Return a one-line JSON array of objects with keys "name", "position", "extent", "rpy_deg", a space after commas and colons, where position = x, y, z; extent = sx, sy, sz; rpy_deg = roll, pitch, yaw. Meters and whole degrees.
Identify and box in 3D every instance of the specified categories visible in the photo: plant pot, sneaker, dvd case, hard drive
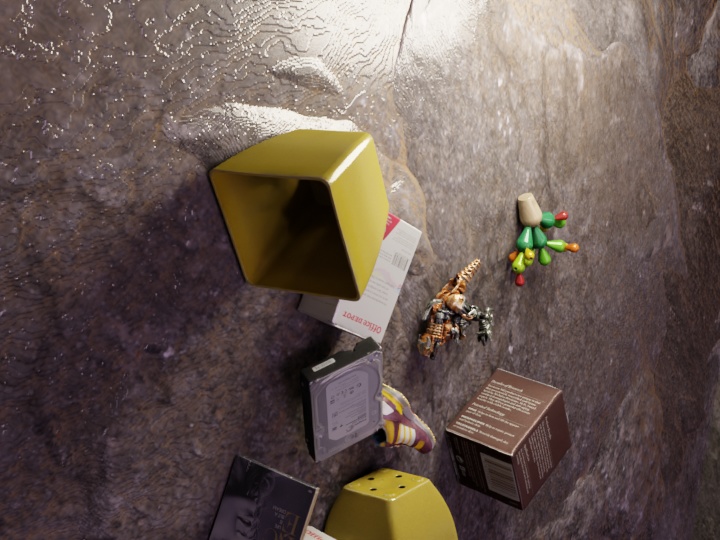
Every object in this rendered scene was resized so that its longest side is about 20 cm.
[{"name": "plant pot", "position": [0.052, 0.466, 1.818], "extent": [0.195, 0.193, 0.202], "rpy_deg": [-13, 104, -48]}, {"name": "sneaker", "position": [0.062, 0.289, 1.862], "extent": [0.090, 0.075, 0.200], "rpy_deg": [-50, 130, -16]}, {"name": "plant pot", "position": [-0.065, -0.098, 1.476], "extent": [0.177, 0.198, 0.201], "rpy_deg": [-51, 137, -42]}, {"name": "dvd case", "position": [-0.157, 0.400, 1.560], "extent": [0.016, 0.148, 0.202], "rpy_deg": [21, 86, -65]}, {"name": "hard drive", "position": [-0.028, 0.213, 1.679], "extent": [0.139, 0.038, 0.201], "rpy_deg": [-24, 137, -24]}]

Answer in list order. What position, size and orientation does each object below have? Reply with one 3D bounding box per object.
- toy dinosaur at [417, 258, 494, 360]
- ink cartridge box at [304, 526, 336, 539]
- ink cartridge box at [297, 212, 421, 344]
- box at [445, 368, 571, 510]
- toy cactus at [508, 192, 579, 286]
[{"name": "toy dinosaur", "position": [0.180, 0.077, 1.914], "extent": [0.135, 0.102, 0.201], "rpy_deg": [34, 97, -34]}, {"name": "ink cartridge box", "position": [-0.107, 0.502, 1.659], "extent": [0.199, 0.145, 0.085], "rpy_deg": [-9, 111, -49]}, {"name": "ink cartridge box", "position": [0.000, 0.000, 1.663], "extent": [0.147, 0.085, 0.202], "rpy_deg": [28, 82, -51]}, {"name": "box", "position": [0.303, 0.341, 2.094], "extent": [0.200, 0.163, 0.167], "rpy_deg": [-43, 132, -34]}, {"name": "toy cactus", "position": [0.360, -0.076, 2.090], "extent": [0.199, 0.102, 0.166], "rpy_deg": [-37, 120, -27]}]
